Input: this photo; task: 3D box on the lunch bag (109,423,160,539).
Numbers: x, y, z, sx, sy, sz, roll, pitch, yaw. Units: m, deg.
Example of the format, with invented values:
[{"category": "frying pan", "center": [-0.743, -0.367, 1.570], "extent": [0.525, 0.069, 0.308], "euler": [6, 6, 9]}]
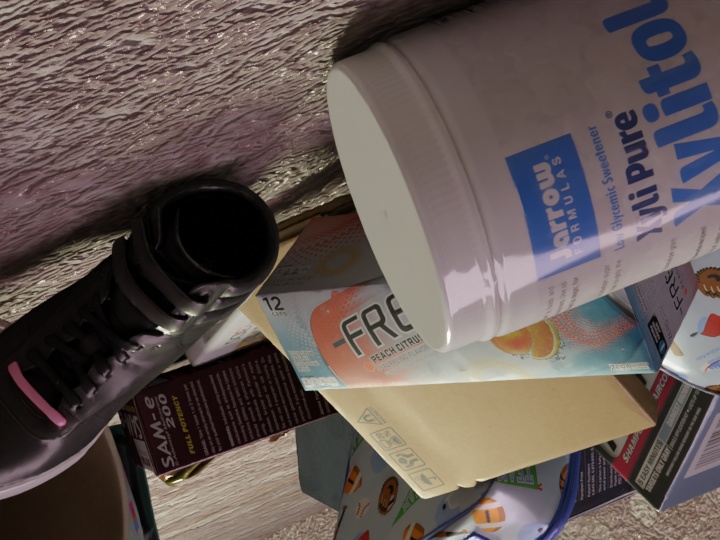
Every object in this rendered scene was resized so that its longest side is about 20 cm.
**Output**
[{"category": "lunch bag", "center": [-0.200, 0.191, 1.395], "extent": [0.121, 0.171, 0.200], "euler": [-15, 171, 0]}]

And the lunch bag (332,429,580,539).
[{"category": "lunch bag", "center": [0.057, 0.131, 1.246], "extent": [0.075, 0.161, 0.200], "euler": [26, 138, -21]}]

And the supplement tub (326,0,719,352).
[{"category": "supplement tub", "center": [0.100, -0.060, 0.832], "extent": [0.199, 0.132, 0.132], "euler": [-22, 171, -10]}]

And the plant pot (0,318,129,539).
[{"category": "plant pot", "center": [-0.251, 0.131, 0.996], "extent": [0.199, 0.188, 0.187], "euler": [-14, 178, 37]}]

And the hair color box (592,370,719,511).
[{"category": "hair color box", "center": [0.137, 0.030, 1.144], "extent": [0.060, 0.200, 0.099], "euler": [-14, 137, -38]}]

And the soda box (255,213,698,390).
[{"category": "soda box", "center": [0.053, 0.009, 0.955], "extent": [0.199, 0.064, 0.068], "euler": [-6, -146, 34]}]

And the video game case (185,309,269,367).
[{"category": "video game case", "center": [0.000, 0.000, 1.261], "extent": [0.199, 0.023, 0.182], "euler": [-20, 170, -22]}]

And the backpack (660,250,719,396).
[{"category": "backpack", "center": [0.201, -0.028, 1.005], "extent": [0.190, 0.155, 0.200], "euler": [24, 146, -21]}]

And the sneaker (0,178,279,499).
[{"category": "sneaker", "center": [-0.116, 0.024, 0.916], "extent": [0.200, 0.071, 0.099], "euler": [-39, 174, -24]}]

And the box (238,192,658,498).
[{"category": "box", "center": [0.040, 0.037, 1.075], "extent": [0.163, 0.200, 0.021], "euler": [-22, -147, 35]}]

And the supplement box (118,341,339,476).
[{"category": "supplement box", "center": [-0.059, 0.077, 1.359], "extent": [0.199, 0.061, 0.109], "euler": [-19, -178, -14]}]

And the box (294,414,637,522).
[{"category": "box", "center": [0.081, 0.122, 1.584], "extent": [0.196, 0.125, 0.200], "euler": [-19, -157, -32]}]

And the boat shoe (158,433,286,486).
[{"category": "boat shoe", "center": [-0.070, 0.093, 1.475], "extent": [0.199, 0.068, 0.072], "euler": [-27, 168, 18]}]
